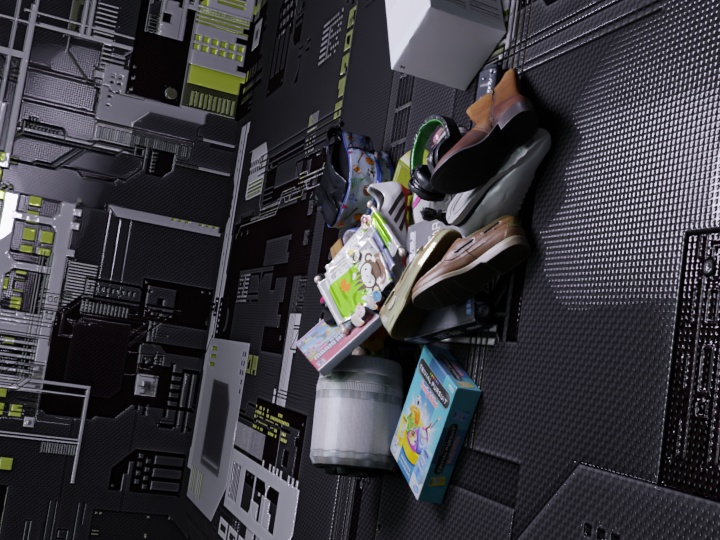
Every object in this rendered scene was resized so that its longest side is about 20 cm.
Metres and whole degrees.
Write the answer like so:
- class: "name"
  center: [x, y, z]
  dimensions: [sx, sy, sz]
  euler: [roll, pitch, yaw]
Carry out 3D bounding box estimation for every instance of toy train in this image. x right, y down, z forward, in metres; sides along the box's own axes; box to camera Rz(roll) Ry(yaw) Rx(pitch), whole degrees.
- class: "toy train"
  center: [0.030, 0.133, 1.707]
  dimensions: [0.200, 0.083, 0.118]
  euler: [-166, 76, -68]

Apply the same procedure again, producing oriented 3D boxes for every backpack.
- class: "backpack"
  center: [-0.015, -0.170, 1.865]
  dimensions: [0.192, 0.152, 0.202]
  euler: [-95, 18, -54]

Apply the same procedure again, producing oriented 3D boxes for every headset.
- class: "headset"
  center: [0.115, -0.159, 1.449]
  dimensions: [0.124, 0.093, 0.202]
  euler: [-49, 43, 46]

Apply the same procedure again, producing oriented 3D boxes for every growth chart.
- class: "growth chart"
  center: [0.000, 0.000, 1.569]
  dimensions: [0.201, 0.018, 0.145]
  euler: [-52, 56, 20]

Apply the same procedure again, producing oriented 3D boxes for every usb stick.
- class: "usb stick"
  center: [0.204, -0.237, 1.481]
  dimensions: [0.055, 0.032, 0.203]
  euler: [177, 103, -70]

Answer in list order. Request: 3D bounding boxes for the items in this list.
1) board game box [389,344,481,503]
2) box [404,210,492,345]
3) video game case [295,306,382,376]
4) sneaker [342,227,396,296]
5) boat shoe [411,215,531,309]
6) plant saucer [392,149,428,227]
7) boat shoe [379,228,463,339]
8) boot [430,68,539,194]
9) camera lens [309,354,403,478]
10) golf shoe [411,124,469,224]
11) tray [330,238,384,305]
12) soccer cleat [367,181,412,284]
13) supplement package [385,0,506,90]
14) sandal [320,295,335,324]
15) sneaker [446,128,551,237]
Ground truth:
- class: "board game box"
  center: [0.116, 0.245, 1.458]
  dimensions: [0.151, 0.046, 0.203]
  euler: [-127, 51, -63]
- class: "box"
  center: [0.141, 0.006, 1.455]
  dimensions: [0.159, 0.043, 0.203]
  euler: [-19, 61, 47]
- class: "video game case"
  center: [-0.041, 0.114, 1.636]
  dimensions: [0.143, 0.018, 0.200]
  euler: [-41, 17, -6]
- class: "sneaker"
  center: [0.027, -0.021, 1.694]
  dimensions: [0.200, 0.078, 0.076]
  euler: [43, 107, 38]
- class: "boat shoe"
  center: [0.161, -0.011, 1.353]
  dimensions: [0.198, 0.072, 0.069]
  euler: [-28, 51, 19]
- class: "plant saucer"
  center: [0.095, -0.121, 1.693]
  dimensions: [0.200, 0.047, 0.202]
  euler: [-128, 52, -63]
- class: "boat shoe"
  center: [0.091, 0.013, 1.423]
  dimensions: [0.063, 0.072, 0.202]
  euler: [50, 123, 44]
- class: "boot"
  center: [0.176, -0.217, 1.372]
  dimensions: [0.188, 0.068, 0.201]
  euler: [-44, 22, 20]
- class: "camera lens"
  center: [-0.005, 0.263, 1.610]
  dimensions: [0.160, 0.158, 0.203]
  euler: [152, 126, -64]
- class: "golf shoe"
  center: [0.138, -0.151, 1.540]
  dimensions: [0.092, 0.072, 0.203]
  euler: [-116, 39, -75]
- class: "tray"
  center: [-0.007, 0.003, 1.771]
  dimensions: [0.037, 0.098, 0.200]
  euler: [-46, 15, 8]
- class: "soccer cleat"
  center: [0.052, -0.065, 1.591]
  dimensions: [0.069, 0.084, 0.203]
  euler: [131, 140, -61]
- class: "supplement package"
  center: [0.144, -0.455, 1.578]
  dimensions: [0.152, 0.149, 0.202]
  euler: [128, 146, -49]
- class: "sandal"
  center: [-0.049, 0.046, 1.717]
  dimensions: [0.075, 0.045, 0.200]
  euler: [-36, 17, 8]
- class: "sneaker"
  center: [0.218, -0.127, 1.347]
  dimensions: [0.200, 0.080, 0.077]
  euler: [-46, 20, 24]
